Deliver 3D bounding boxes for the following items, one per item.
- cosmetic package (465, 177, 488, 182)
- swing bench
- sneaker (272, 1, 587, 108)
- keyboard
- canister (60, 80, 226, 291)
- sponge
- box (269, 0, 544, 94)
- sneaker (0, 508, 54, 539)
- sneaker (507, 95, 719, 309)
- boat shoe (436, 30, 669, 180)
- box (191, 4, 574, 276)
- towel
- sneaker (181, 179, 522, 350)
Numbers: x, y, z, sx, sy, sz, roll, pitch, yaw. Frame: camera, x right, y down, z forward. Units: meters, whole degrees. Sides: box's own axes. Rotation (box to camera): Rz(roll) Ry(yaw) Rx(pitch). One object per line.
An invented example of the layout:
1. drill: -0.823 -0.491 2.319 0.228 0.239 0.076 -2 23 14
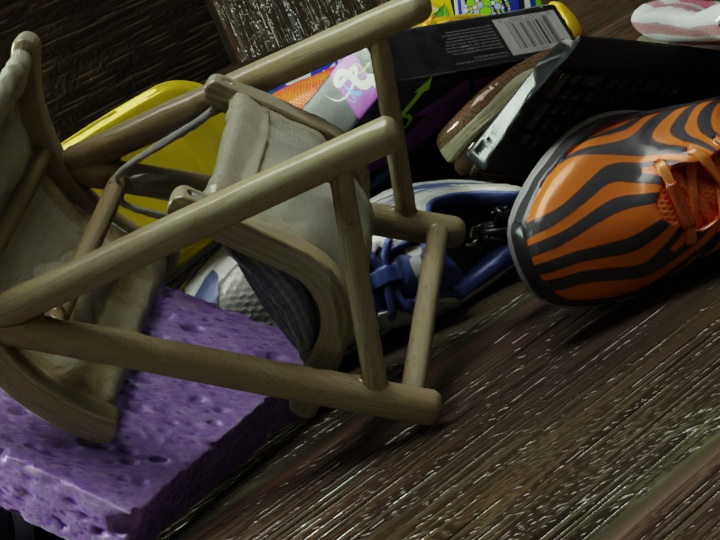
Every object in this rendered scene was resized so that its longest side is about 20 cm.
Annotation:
1. cosmetic package: 0.033 -0.065 1.712 0.199 0.052 0.151 -23 -1 0
2. swing bench: -0.065 -0.023 1.224 0.199 0.130 0.199 -6 22 8
3. sneaker: 0.030 -0.109 1.602 0.199 0.077 0.073 -16 52 7
4. keyboard: 0.120 -0.050 1.298 0.199 0.021 0.127 2 -44 -47
5. canister: -0.137 -0.008 1.442 0.148 0.087 0.200 -35 -3 -24
6. sponge: -0.102 0.058 1.231 0.111 0.030 0.200 20 24 17
7. box: 0.020 -0.119 1.747 0.199 0.065 0.070 -24 -5 3
8. sneaker: -0.203 0.104 1.281 0.108 0.070 0.200 -31 16 -23
9. sneaker: 0.160 -0.046 1.206 0.199 0.078 0.112 -27 8 -27
10. boat shoe: 0.121 -0.074 1.492 0.202 0.075 0.075 -22 -19 -49
11. box: 0.010 -0.060 1.525 0.143 0.036 0.200 -14 -24 -42
12. towel: 0.229 -0.105 1.266 0.199 0.030 0.146 5 3 -11
13. sneaker: 0.000 0.000 1.374 0.200 0.076 0.088 -29 10 -33
